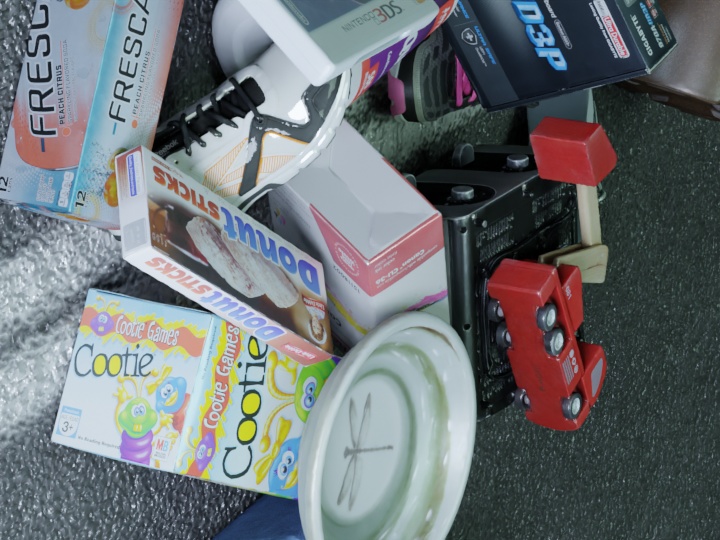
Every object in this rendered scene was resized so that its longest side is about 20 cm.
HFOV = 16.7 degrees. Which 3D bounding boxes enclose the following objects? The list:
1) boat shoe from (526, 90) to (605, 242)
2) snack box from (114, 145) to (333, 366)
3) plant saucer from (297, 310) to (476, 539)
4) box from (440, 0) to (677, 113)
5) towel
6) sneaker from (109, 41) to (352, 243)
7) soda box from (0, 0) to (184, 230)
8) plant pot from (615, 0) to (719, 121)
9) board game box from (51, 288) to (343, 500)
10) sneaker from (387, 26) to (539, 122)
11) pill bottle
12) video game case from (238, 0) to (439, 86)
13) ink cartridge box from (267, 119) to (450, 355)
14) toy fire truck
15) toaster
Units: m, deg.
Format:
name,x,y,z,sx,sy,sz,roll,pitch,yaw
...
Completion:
name,x,y,z,sx,sy,sz,roll,pitch,yaw
boat shoe,0.161,-0.072,1.986,0.068,0.074,0.200,50,37,-60
snack box,-0.083,-0.006,1.520,0.200,0.024,0.072,34,40,-51
plant saucer,0.007,0.122,1.636,0.200,0.050,0.200,-25,120,-51
box,0.114,-0.219,1.731,0.046,0.159,0.200,-43,113,-41
towel,-0.073,0.208,1.674,0.200,0.112,0.049,-39,111,-46
sneaker,-0.085,-0.081,1.547,0.200,0.074,0.080,-49,139,12
soda box,-0.160,-0.129,1.487,0.068,0.064,0.200,17,84,-57
plant pot,0.304,-0.234,2.077,0.200,0.200,0.198,17,93,-57
board game box,-0.094,0.087,1.613,0.200,0.105,0.103,22,81,-57
sneaker,0.096,-0.156,1.853,0.200,0.087,0.074,-25,119,-52
pill bottle,-0.005,-0.189,1.664,0.200,0.112,0.113,-44,133,-42
video game case,-0.052,-0.213,1.519,0.200,0.023,0.182,48,28,2
ink cartridge box,0.000,0.000,1.684,0.067,0.116,0.200,-35,150,-17
toy fire truck,0.149,0.004,1.797,0.141,0.049,0.200,-54,140,-35
toaster,0.084,0.012,1.854,0.181,0.119,0.200,-31,124,-49
